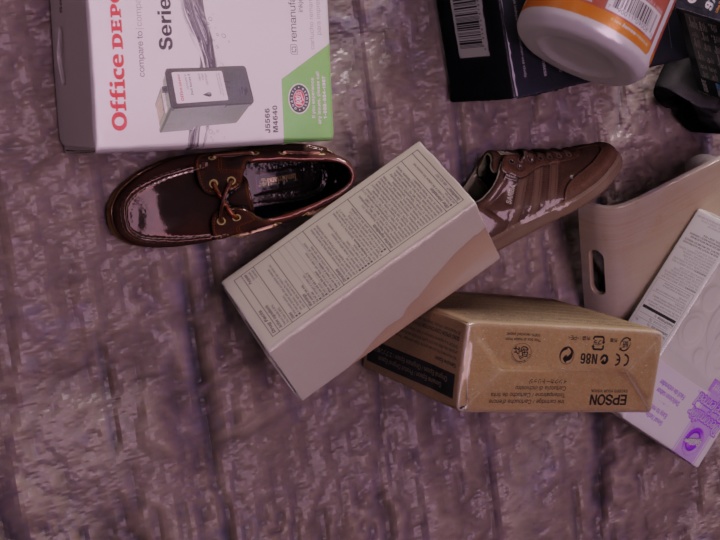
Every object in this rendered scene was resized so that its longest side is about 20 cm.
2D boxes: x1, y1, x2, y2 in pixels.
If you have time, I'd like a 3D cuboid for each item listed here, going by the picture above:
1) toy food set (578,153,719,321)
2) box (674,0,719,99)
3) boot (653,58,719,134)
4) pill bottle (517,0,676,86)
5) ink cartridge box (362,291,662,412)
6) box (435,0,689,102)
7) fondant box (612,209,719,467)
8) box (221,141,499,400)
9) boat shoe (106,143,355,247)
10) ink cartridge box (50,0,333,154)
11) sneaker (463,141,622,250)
[{"bbox_3d":[0.288,-0.038,1.407,0.199,0.060,0.145,-25,126,-23],"label":"toy food set"},{"bbox_3d":[0.329,-0.251,1.287,0.160,0.046,0.200,-66,158,-5],"label":"box"},{"bbox_3d":[0.320,-0.250,1.409,0.164,0.066,0.201,30,85,-26],"label":"boot"},{"bbox_3d":[0.210,-0.259,1.197,0.112,0.112,0.201,28,81,-28],"label":"pill bottle"},{"bbox_3d":[0.125,0.067,1.270,0.198,0.164,0.076,3,96,-28],"label":"ink cartridge box"},{"bbox_3d":[0.173,-0.236,1.301,0.198,0.104,0.150,-15,101,-27],"label":"box"},{"bbox_3d":[0.313,0.065,1.397,0.144,0.058,0.201,32,91,-42],"label":"fondant box"},{"bbox_3d":[0.000,0.000,1.198,0.199,0.095,0.078,-35,139,-3],"label":"box"},{"bbox_3d":[-0.099,-0.063,1.190,0.198,0.070,0.071,-17,104,-25],"label":"boat shoe"},{"bbox_3d":[-0.128,-0.167,1.154,0.198,0.084,0.147,-7,98,-28],"label":"ink cartridge box"},{"bbox_3d":[0.146,-0.080,1.321,0.199,0.070,0.076,-31,107,-23],"label":"sneaker"}]
